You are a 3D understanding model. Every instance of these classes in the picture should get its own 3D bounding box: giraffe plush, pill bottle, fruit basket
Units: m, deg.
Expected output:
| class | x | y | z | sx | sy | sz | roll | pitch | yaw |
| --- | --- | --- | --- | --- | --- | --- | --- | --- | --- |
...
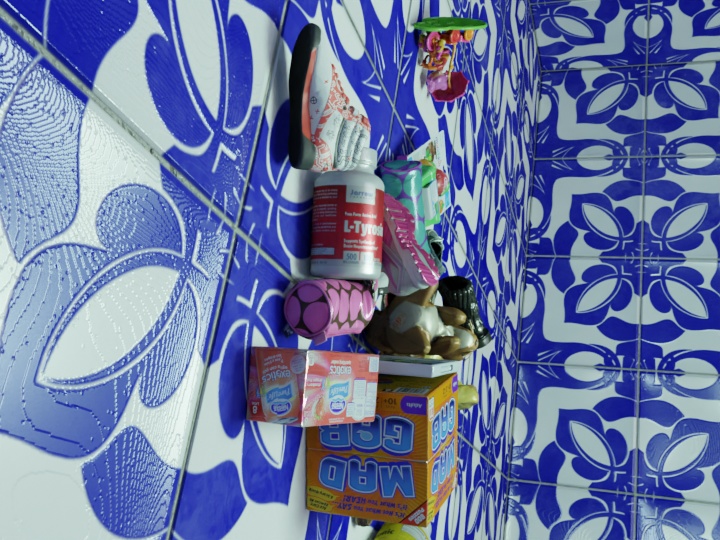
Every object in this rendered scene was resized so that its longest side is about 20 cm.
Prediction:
| class | x | y | z | sx | sy | sz | roll | pitch | yaw |
| --- | --- | --- | --- | --- | --- | --- | --- | --- | --- |
| giraffe plush | 0.159 | 0.223 | 1.700 | 0.200 | 0.172 | 0.163 | 12 | 66 | -35 |
| pill bottle | -0.020 | -0.087 | 1.191 | 0.112 | 0.112 | 0.201 | 8 | 84 | -70 |
| fruit basket | 0.149 | -0.181 | 1.642 | 0.200 | 0.094 | 0.186 | -37 | 128 | -42 |
| pill bottle | 0.077 | 0.555 | 1.507 | 0.200 | 0.111 | 0.112 | -32 | 121 | -66 |

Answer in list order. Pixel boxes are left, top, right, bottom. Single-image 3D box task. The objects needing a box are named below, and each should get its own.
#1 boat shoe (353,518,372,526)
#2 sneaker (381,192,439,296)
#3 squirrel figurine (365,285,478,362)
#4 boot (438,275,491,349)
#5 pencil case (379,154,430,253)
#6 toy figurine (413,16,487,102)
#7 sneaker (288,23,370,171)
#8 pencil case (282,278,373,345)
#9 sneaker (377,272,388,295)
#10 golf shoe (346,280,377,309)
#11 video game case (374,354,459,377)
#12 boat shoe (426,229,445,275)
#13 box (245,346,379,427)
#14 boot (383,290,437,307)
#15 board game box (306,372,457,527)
| class | x | y | z | sx | sy | sz | roll | pitch | yaw |
| --- | --- | --- | --- | --- | --- | --- | --- | --- | --- |
| boat shoe | 0.048 | 0.394 | 1.454 | 0.200 | 0.067 | 0.072 | -61 | 152 | -31 |
| sneaker | 0.047 | -0.043 | 1.248 | 0.081 | 0.088 | 0.200 | 14 | 47 | -51 |
| squirrel figurine | 0.118 | 0.122 | 1.441 | 0.186 | 0.200 | 0.142 | 26 | 56 | -42 |
| boot | 0.195 | 0.089 | 1.728 | 0.079 | 0.211 | 0.158 | -40 | 114 | -34 |
| pencil case | 0.089 | -0.120 | 1.521 | 0.092 | 0.085 | 0.201 | -60 | 146 | -61 |
| toy figurine | 0.194 | -0.477 | 1.764 | 0.200 | 0.150 | 0.185 | -25 | 127 | -44 |
| sneaker | -0.042 | -0.242 | 1.095 | 0.108 | 0.067 | 0.202 | 1 | 95 | -29 |
| pencil case | -0.043 | 0.062 | 1.177 | 0.094 | 0.091 | 0.200 | 58 | 19 | 11 |
| sneaker | 0.035 | -0.026 | 1.417 | 0.201 | 0.067 | 0.108 | -43 | 130 | -68 |
| golf shoe | 0.000 | 0.000 | 1.310 | 0.092 | 0.072 | 0.201 | -23 | 112 | -70 |
| video game case | 0.046 | 0.155 | 1.259 | 0.182 | 0.199 | 0.022 | 13 | 80 | -70 |
| boat shoe | 0.158 | -0.037 | 1.624 | 0.073 | 0.062 | 0.200 | 48 | 26 | -16 |
| box | -0.062 | 0.162 | 1.075 | 0.200 | 0.094 | 0.103 | 13 | 79 | -59 |
| boot | 0.107 | 0.032 | 1.611 | 0.154 | 0.073 | 0.204 | 45 | 47 | -58 |
| board game box | 0.041 | 0.276 | 1.257 | 0.200 | 0.199 | 0.201 | -10 | 100 | -69 |
